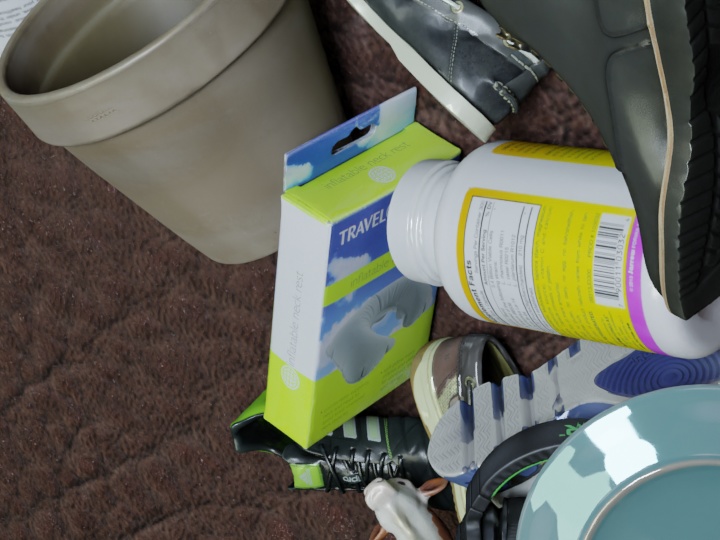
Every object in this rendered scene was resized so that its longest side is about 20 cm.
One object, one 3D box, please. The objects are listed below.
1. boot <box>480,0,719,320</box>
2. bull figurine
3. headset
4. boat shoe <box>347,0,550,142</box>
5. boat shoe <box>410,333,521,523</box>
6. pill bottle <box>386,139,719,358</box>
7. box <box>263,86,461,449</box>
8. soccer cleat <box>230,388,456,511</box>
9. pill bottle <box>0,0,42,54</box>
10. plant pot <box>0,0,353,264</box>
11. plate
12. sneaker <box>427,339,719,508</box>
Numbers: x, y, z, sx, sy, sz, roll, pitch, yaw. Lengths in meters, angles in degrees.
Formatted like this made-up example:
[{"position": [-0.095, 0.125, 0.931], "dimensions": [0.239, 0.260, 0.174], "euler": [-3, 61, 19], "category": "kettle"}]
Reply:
[{"position": [0.119, -0.086, 0.820], "dimensions": [0.137, 0.077, 0.202], "euler": [20, 126, 39], "category": "boot"}, {"position": [0.049, 0.231, 1.094], "dimensions": [0.064, 0.122, 0.202], "euler": [-14, 108, 4], "category": "bull figurine"}, {"position": [0.107, 0.178, 0.960], "dimensions": [0.122, 0.094, 0.201], "euler": [17, 122, -6], "category": "headset"}, {"position": [0.028, -0.164, 0.979], "dimensions": [0.068, 0.072, 0.200], "euler": [-46, 70, 11], "category": "boat shoe"}, {"position": [0.098, 0.133, 1.082], "dimensions": [0.065, 0.073, 0.201], "euler": [-21, 99, 54], "category": "boat shoe"}, {"position": [0.112, -0.017, 0.947], "dimensions": [0.198, 0.104, 0.105], "euler": [10, 122, 41], "category": "pill bottle"}, {"position": [0.000, 0.000, 1.053], "dimensions": [0.047, 0.121, 0.202], "euler": [33, 134, 29], "category": "box"}, {"position": [-0.003, 0.130, 1.171], "dimensions": [0.198, 0.081, 0.068], "euler": [16, 126, 37], "category": "soccer cleat"}, {"position": [-0.230, -0.213, 1.105], "dimensions": [0.113, 0.114, 0.201], "euler": [26, 156, 30], "category": "pill bottle"}, {"position": [-0.093, -0.105, 1.041], "dimensions": [0.199, 0.201, 0.174], "euler": [-2, 133, 45], "category": "plant pot"}, {"position": [0.181, 0.157, 0.908], "dimensions": [0.197, 0.026, 0.203], "euler": [1, 111, 3], "category": "plate"}, {"position": [0.150, 0.099, 1.001], "dimensions": [0.198, 0.081, 0.115], "euler": [-25, 127, 26], "category": "sneaker"}]
